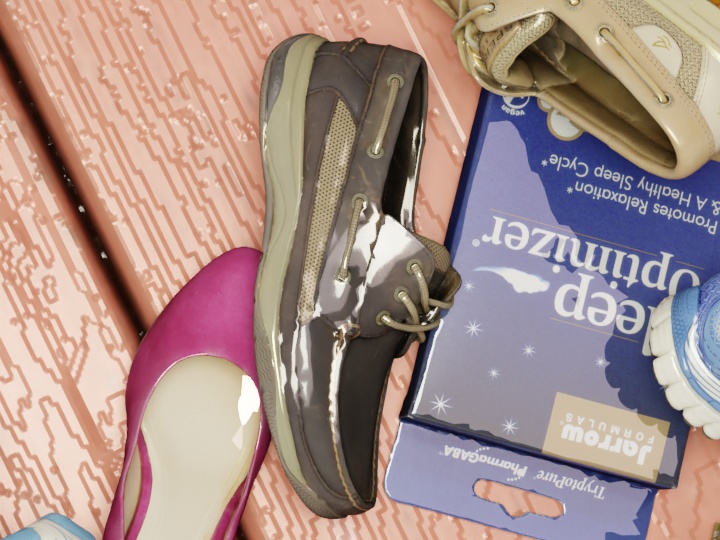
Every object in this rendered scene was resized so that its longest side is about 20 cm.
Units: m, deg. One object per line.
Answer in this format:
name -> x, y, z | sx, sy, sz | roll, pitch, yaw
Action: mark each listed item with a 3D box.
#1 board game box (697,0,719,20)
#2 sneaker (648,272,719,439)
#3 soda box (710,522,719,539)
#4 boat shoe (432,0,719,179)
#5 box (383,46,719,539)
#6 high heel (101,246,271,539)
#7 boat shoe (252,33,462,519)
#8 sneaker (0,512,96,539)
board game box -> 0.222, -0.170, 0.991 | 0.200, 0.200, 0.200 | -39, 91, -20
sneaker -> 0.217, 0.058, 1.018 | 0.200, 0.089, 0.079 | 31, 45, -22
soda box -> 0.186, 0.139, 0.970 | 0.067, 0.200, 0.064 | 19, 82, -6
boat shoe -> 0.070, -0.107, 1.009 | 0.200, 0.071, 0.064 | 33, 58, 25
box -> 0.091, 0.014, 1.054 | 0.121, 0.032, 0.201 | 15, 83, -7
high heel -> -0.068, 0.082, 0.985 | 0.067, 0.096, 0.201 | 28, 78, -14
boat shoe -> 0.000, 0.000, 1.010 | 0.073, 0.074, 0.201 | -3, 85, 17
sneaker -> -0.159, 0.171, 0.956 | 0.072, 0.073, 0.200 | 37, 118, -13
